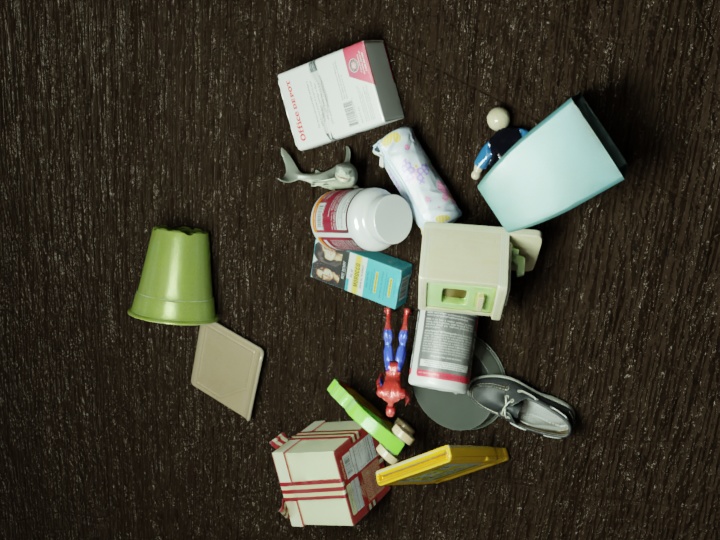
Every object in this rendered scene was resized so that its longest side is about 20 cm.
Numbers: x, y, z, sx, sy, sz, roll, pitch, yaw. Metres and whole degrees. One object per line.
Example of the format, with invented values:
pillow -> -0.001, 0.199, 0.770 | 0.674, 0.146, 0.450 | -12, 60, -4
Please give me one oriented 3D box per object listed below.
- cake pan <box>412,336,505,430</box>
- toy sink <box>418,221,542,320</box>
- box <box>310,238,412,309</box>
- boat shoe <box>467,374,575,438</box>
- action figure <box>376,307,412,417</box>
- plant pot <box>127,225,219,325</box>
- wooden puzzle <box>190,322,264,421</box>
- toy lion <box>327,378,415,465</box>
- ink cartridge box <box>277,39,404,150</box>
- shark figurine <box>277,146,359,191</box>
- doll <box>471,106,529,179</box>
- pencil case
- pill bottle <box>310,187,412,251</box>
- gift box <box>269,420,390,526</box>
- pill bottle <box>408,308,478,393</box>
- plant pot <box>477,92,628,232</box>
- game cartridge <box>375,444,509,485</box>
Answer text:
cake pan -> 0.180, 0.213, 1.566 | 0.197, 0.037, 0.204 | 10, 109, 30
toy sink -> 0.197, 0.005, 1.381 | 0.196, 0.131, 0.114 | 5, 65, 5
box -> 0.000, 0.000, 1.609 | 0.198, 0.049, 0.084 | 20, 114, 26
boat shoe -> 0.284, 0.245, 1.470 | 0.197, 0.060, 0.075 | 21, 110, 9
action figure -> 0.067, 0.183, 1.589 | 0.064, 0.099, 0.204 | 4, 72, 7
plant pot -> -0.398, 0.004, 1.794 | 0.197, 0.199, 0.194 | 9, 98, 29
wooden puzzle -> -0.300, 0.217, 1.874 | 0.198, 0.037, 0.188 | 29, 118, 27
toy lion -> 0.014, 0.282, 1.606 | 0.191, 0.200, 0.069 | 39, 89, 6
ink cartridge box -> -0.038, -0.319, 1.517 | 0.197, 0.084, 0.147 | -12, 98, 33
shark figurine -> -0.056, -0.198, 1.586 | 0.213, 0.127, 0.091 | 8, 83, 48
doll -> 0.252, -0.176, 1.398 | 0.135, 0.048, 0.203 | -14, 96, 25
pencil case -> 0.100, -0.157, 1.475 | 0.083, 0.090, 0.202 | -33, 86, 33
pill bottle -> 0.003, -0.092, 1.502 | 0.199, 0.112, 0.115 | 5, 109, 56
gift box -> -0.076, 0.411, 1.693 | 0.184, 0.199, 0.188 | -10, 94, 35
pill bottle -> 0.153, 0.112, 1.478 | 0.109, 0.110, 0.204 | 4, 80, 30
plant pot -> 0.294, -0.156, 1.298 | 0.199, 0.141, 0.142 | -35, 91, 25
game cartridge -> 0.154, 0.364, 1.534 | 0.175, 0.198, 0.033 | -29, 60, 34
